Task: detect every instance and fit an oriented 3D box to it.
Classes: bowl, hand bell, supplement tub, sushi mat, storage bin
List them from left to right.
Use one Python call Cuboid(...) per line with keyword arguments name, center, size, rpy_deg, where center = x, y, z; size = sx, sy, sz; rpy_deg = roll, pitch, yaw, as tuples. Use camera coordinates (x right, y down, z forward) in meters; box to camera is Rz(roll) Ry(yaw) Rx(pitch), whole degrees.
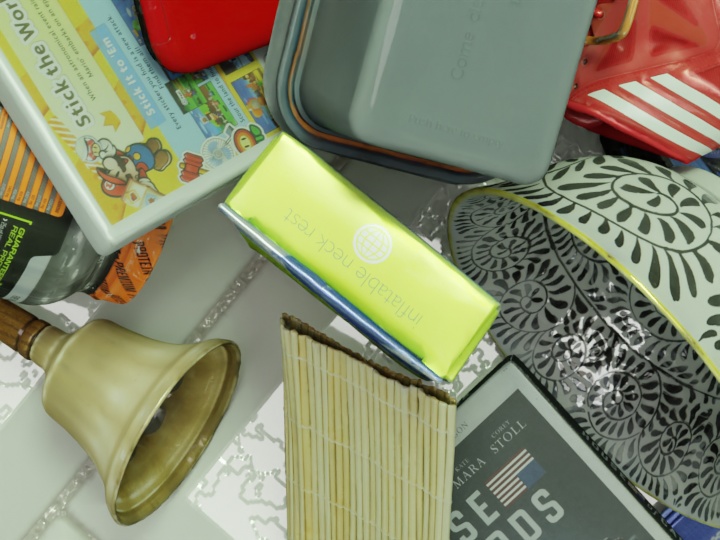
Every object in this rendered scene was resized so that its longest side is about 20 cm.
Cuboid(name="supplement tub", center=(-0.189, -0.057, 0.749), size=(0.198, 0.122, 0.124), rpy_deg=(19, 88, -23))
Cuboid(name="hand bell", center=(-0.169, 0.031, 0.817), size=(0.199, 0.104, 0.105), rpy_deg=(31, 89, 16))
Cuboid(name="sushi mat", center=(0.001, 0.116, 0.754), size=(0.095, 0.012, 0.202), rpy_deg=(23, 133, 26))
Cuboid(name="storage bin", center=(0.052, -0.125, 0.656), size=(0.144, 0.134, 0.202), rpy_deg=(14, 102, -12))
Cuboid(name="bowl", center=(0.142, 0.015, 0.753), size=(0.094, 0.201, 0.201), rpy_deg=(-40, 87, -16))

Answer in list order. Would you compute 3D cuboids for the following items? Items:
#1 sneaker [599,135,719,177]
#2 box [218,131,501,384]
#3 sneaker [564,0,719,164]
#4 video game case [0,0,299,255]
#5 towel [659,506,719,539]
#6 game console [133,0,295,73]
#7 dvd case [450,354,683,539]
Cuboid(name="sneaker", center=(0.189, -0.047, 0.811), size=(0.078, 0.075, 0.200), rpy_deg=(-40, 94, -11))
Cuboid(name="box", center=(0.000, 0.000, 0.741), size=(0.122, 0.200, 0.048), rpy_deg=(38, 87, 2))
Cuboid(name="sneaker", center=(0.115, -0.139, 0.741), size=(0.115, 0.078, 0.201), rpy_deg=(-35, 72, 10))
Cuboid(name="video game case", center=(-0.097, -0.133, 0.735), size=(0.181, 0.023, 0.201), rpy_deg=(-32, 89, -30))
Cuboid(name="towel", center=(0.234, 0.182, 0.816), size=(0.145, 0.024, 0.200), rpy_deg=(-42, 87, 1))
Cuboid(name="game console", center=(-0.046, -0.209, 0.746), size=(0.199, 0.118, 0.174), rpy_deg=(-24, 118, -22))
Cuboid(name="dvd case", center=(0.089, 0.166, 0.810), size=(0.150, 0.025, 0.200), rpy_deg=(-43, 88, 9))
